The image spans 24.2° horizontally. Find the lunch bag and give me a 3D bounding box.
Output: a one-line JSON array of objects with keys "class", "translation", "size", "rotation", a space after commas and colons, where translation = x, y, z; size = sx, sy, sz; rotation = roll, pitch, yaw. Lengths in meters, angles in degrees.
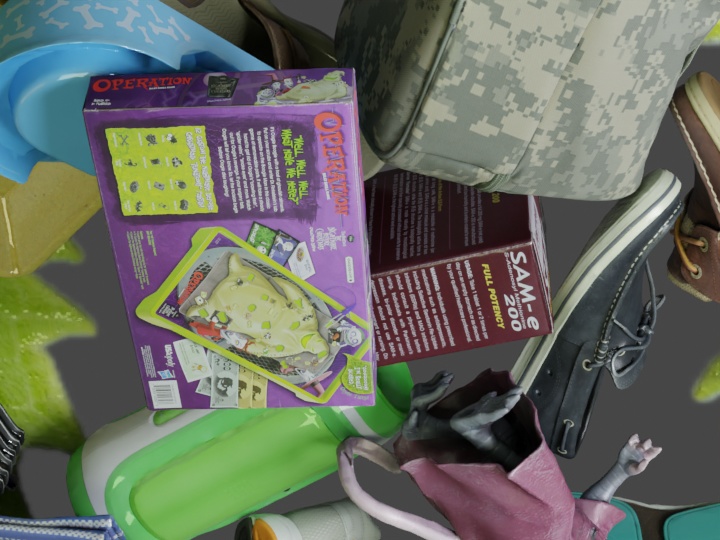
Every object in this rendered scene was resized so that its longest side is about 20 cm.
[{"class": "lunch bag", "translation": [0.098, -0.134, 0.804], "size": [0.166, 0.140, 0.201], "rotation": [12, 123, -22]}]

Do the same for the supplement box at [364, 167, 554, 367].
[{"class": "supplement box", "translation": [0.000, 0.000, 0.898], "size": [0.198, 0.109, 0.061], "rotation": [-12, 121, 11]}]

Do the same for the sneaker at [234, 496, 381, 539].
[{"class": "sneaker", "translation": [-0.028, 0.219, 1.040], "size": [0.091, 0.076, 0.201], "rotation": [-15, 138, -24]}]

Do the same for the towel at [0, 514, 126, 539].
[{"class": "towel", "translation": [-0.178, 0.190, 1.007], "size": [0.143, 0.024, 0.201], "rotation": [1, 146, 17]}]

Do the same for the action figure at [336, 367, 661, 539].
[{"class": "action figure", "translation": [0.096, 0.150, 0.873], "size": [0.148, 0.134, 0.201], "rotation": [-30, 109, 14]}]

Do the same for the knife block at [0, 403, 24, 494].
[{"class": "knife block", "translation": [-0.292, 0.080, 0.987], "size": [0.198, 0.064, 0.177], "rotation": [20, 117, -7]}]

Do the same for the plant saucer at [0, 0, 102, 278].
[{"class": "plant saucer", "translation": [-0.209, -0.085, 0.852], "size": [0.199, 0.049, 0.200], "rotation": [19, 139, -36]}]

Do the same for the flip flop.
[{"class": "flip flop", "translation": [-0.061, -0.111, 0.867], "size": [0.081, 0.058, 0.200], "rotation": [-31, 120, 19]}]

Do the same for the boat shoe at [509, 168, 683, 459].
[{"class": "boat shoe", "translation": [0.132, 0.028, 0.914], "size": [0.062, 0.075, 0.201], "rotation": [31, 128, 8]}]

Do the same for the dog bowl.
[{"class": "dog bowl", "translation": [-0.098, -0.073, 0.806], "size": [0.111, 0.050, 0.199], "rotation": [-30, 143, 32]}]

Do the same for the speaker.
[{"class": "speaker", "translation": [-0.069, 0.095, 0.968], "size": [0.199, 0.089, 0.089], "rotation": [-28, 113, 17]}]

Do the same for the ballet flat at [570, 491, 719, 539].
[{"class": "ballet flat", "translation": [0.172, 0.173, 1.009], "size": [0.198, 0.070, 0.070], "rotation": [-3, 118, 5]}]

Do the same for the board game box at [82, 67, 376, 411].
[{"class": "board game box", "translation": [-0.055, -0.008, 0.791], "size": [0.119, 0.032, 0.201], "rotation": [2, 135, 5]}]

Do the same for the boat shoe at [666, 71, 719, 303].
[{"class": "boat shoe", "translation": [0.198, -0.009, 0.903], "size": [0.071, 0.072, 0.201], "rotation": [-21, 118, 17]}]
